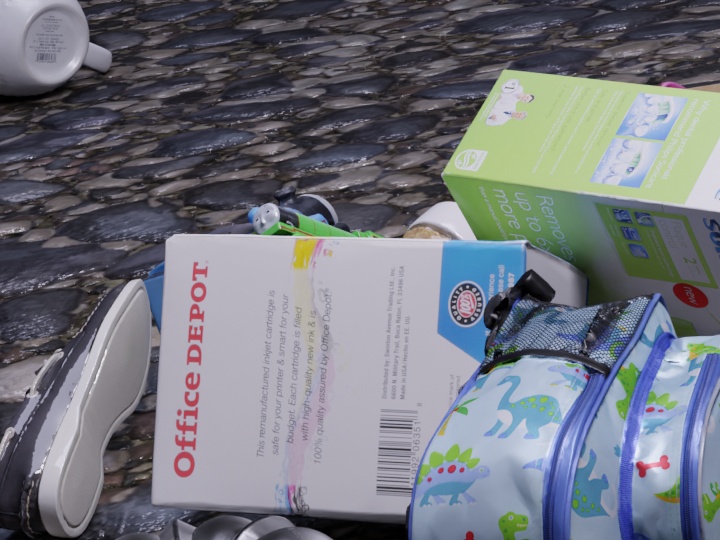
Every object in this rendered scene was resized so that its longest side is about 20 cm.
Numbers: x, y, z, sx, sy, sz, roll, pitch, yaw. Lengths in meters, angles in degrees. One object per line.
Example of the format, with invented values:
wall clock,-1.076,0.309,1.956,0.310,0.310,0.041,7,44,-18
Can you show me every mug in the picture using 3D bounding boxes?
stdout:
mug,-0.356,-0.253,2.800,0.200,0.148,0.175,16,4,-43

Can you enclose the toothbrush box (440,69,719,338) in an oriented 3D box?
toothbrush box,0.167,-0.026,1.445,0.200,0.146,0.086,9,55,35

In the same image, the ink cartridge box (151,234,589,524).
ink cartridge box,0.006,0.061,1.400,0.199,0.148,0.145,3,-5,18

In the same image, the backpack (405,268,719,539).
backpack,0.109,0.118,1.193,0.147,0.183,0.200,-2,23,26

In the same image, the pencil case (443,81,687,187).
pencil case,0.161,-0.069,1.854,0.200,0.094,0.091,-24,27,32

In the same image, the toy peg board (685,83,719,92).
toy peg board,0.188,-0.010,1.656,0.200,0.098,0.199,-52,16,-15

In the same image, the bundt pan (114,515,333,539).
bundt pan,-0.082,0.180,1.287,0.201,0.076,0.202,-8,16,2

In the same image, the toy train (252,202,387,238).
toy train,0.000,0.000,1.713,0.042,0.057,0.200,-34,-35,28

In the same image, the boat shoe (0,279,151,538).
boat shoe,-0.177,0.082,1.595,0.060,0.074,0.200,1,47,18

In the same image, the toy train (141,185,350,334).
toy train,-0.058,0.016,1.727,0.087,0.115,0.200,-13,13,33

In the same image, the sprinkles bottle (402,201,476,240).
sprinkles bottle,0.009,0.037,1.636,0.068,0.068,0.200,8,40,45
